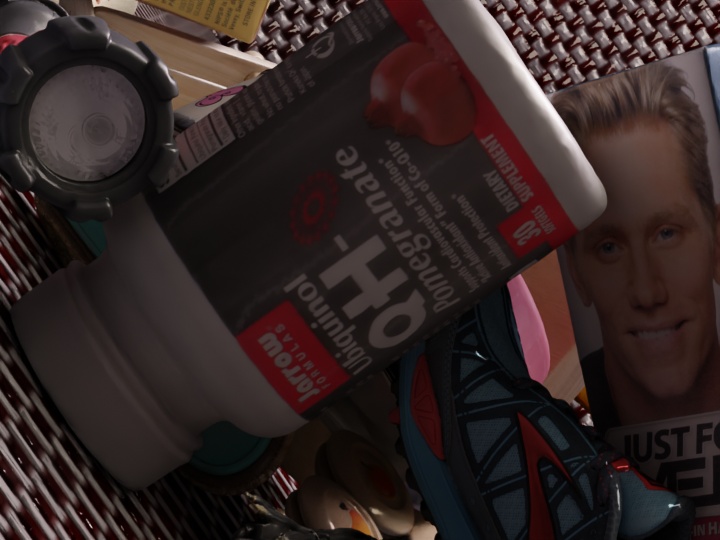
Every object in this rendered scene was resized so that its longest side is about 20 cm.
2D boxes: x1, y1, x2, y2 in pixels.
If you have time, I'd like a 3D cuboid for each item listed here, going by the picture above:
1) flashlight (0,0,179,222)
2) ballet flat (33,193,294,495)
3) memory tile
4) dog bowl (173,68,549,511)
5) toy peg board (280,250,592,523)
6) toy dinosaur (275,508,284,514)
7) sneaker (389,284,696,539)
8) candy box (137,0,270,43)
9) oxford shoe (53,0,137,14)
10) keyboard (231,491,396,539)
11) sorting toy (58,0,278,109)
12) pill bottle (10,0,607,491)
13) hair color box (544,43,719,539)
[{"bbox_3d":[-0.114,-0.069,1.030,0.200,0.067,0.068,-136,-139,-70],"label":"flashlight"},{"bbox_3d":[-0.071,0.022,1.148,0.201,0.070,0.065,62,-3,37],"label":"ballet flat"},{"bbox_3d":[0.019,0.145,1.067,0.153,0.017,0.200,49,21,-6],"label":"memory tile"},{"bbox_3d":[0.000,0.000,1.167,0.200,0.074,0.200,49,-13,15],"label":"dog bowl"},{"bbox_3d":[0.072,0.054,1.307,0.098,0.199,0.200,42,-4,-25],"label":"toy peg board"},{"bbox_3d":[0.030,0.164,1.293,0.201,0.058,0.101,55,5,-10],"label":"toy dinosaur"},{"bbox_3d":[0.078,0.086,1.033,0.079,0.095,0.201,10,61,-60],"label":"sneaker"},{"bbox_3d":[-0.135,-0.170,1.320,0.199,0.057,0.117,22,9,-8],"label":"candy box"},{"bbox_3d":[-0.154,-0.139,1.426,0.071,0.074,0.200,55,3,-4],"label":"oxford shoe"},{"bbox_3d":[0.008,0.141,1.000,0.200,0.021,0.128,17,46,-58],"label":"keyboard"},{"bbox_3d":[-0.060,-0.015,1.313,0.199,0.107,0.181,17,41,-29],"label":"sorting toy"},{"bbox_3d":[-0.021,-0.011,1.008,0.111,0.199,0.111,54,4,-5],"label":"pill bottle"},{"bbox_3d":[0.131,0.023,1.041,0.100,0.060,0.201,-14,-93,51],"label":"hair color box"}]
